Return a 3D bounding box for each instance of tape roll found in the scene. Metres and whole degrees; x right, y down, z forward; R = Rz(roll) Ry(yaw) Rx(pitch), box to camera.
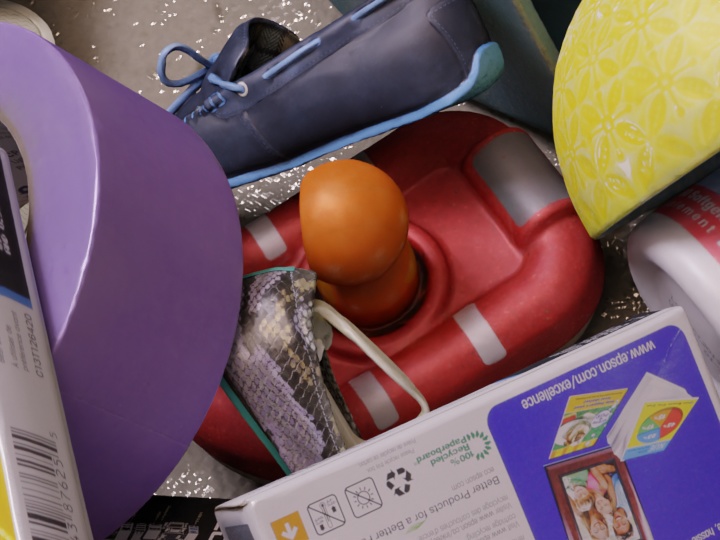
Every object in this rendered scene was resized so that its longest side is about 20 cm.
[{"bbox_3d":[-0.148,0.011,0.857,0.200,0.085,0.200,-17,60,32],"label":"tape roll"}]

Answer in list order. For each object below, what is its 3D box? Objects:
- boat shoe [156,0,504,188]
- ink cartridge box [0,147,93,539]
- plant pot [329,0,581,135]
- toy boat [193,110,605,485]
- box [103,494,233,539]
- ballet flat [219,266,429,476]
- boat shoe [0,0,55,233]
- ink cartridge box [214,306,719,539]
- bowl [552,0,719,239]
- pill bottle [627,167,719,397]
[{"bbox_3d":[-0.033,-0.081,0.965,0.200,0.084,0.069,-20,96,21],"label":"boat shoe"},{"bbox_3d":[-0.188,0.079,0.774,0.200,0.047,0.198,-32,56,21],"label":"ink cartridge box"},{"bbox_3d":[0.047,-0.205,1.010,0.200,0.196,0.196,20,68,37],"label":"plant pot"},{"bbox_3d":[0.000,0.000,0.937,0.200,0.131,0.131,-33,59,-5],"label":"toy boat"},{"bbox_3d":[-0.120,0.183,0.843,0.164,0.086,0.200,-1,41,26],"label":"box"},{"bbox_3d":[0.006,0.085,0.872,0.072,0.072,0.200,-30,103,-3],"label":"ballet flat"},{"bbox_3d":[-0.186,-0.034,1.025,0.072,0.068,0.200,22,50,-17],"label":"boat shoe"},{"bbox_3d":[0.072,0.141,0.837,0.198,0.043,0.200,-22,90,-23],"label":"ink cartridge box"},{"bbox_3d":[0.150,-0.110,0.908,0.200,0.200,0.108,-33,85,-5],"label":"bowl"},{"bbox_3d":[0.218,-0.025,0.912,0.200,0.109,0.109,-34,60,-7],"label":"pill bottle"}]
